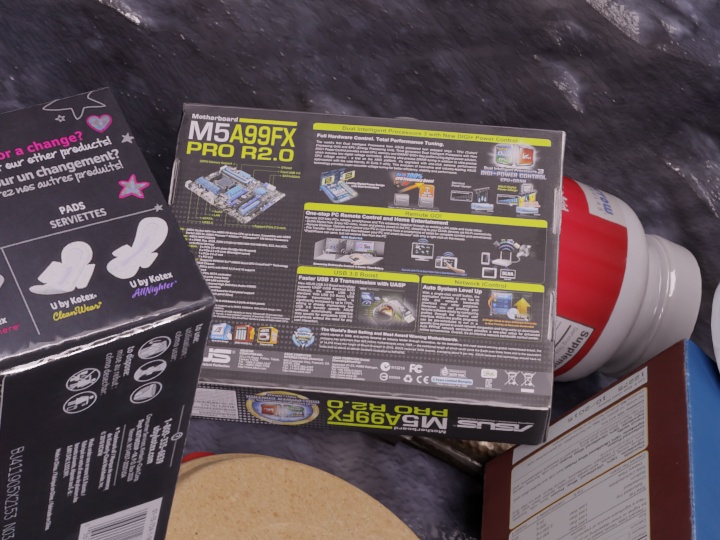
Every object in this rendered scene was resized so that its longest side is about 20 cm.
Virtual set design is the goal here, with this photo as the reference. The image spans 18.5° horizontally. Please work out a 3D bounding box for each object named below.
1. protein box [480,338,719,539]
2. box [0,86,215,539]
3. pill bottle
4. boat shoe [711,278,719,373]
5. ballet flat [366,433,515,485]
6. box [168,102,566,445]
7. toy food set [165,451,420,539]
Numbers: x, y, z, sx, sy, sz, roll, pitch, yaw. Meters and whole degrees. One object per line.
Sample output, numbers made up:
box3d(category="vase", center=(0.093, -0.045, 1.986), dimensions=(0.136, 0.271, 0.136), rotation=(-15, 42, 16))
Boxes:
box3d(category="protein box", center=(0.168, 0.184, 1.046), dimensions=(0.198, 0.135, 0.200), rotation=(40, 32, -23))
box3d(category="box", center=(-0.145, 0.041, 0.884), dimensions=(0.132, 0.200, 0.115), rotation=(-16, 60, -23))
box3d(category="pill bottle", center=(0.087, -0.004, 1.239), dimensions=(0.199, 0.112, 0.112), rotation=(19, 40, -25))
box3d(category="boat shoe", center=(0.238, 0.068, 1.069), dimensions=(0.201, 0.071, 0.091), rotation=(57, 27, -8))
box3d(category="ballet flat", center=(0.073, 0.091, 1.161), dimensions=(0.199, 0.067, 0.046), rotation=(26, 76, -11))
box3d(category="box", center=(0.000, 0.000, 1.104), dimensions=(0.199, 0.044, 0.161), rotation=(4, 60, 2))
box3d(category="toy food set", center=(-0.029, 0.163, 1.009), dimensions=(0.198, 0.049, 0.200), rotation=(47, 37, 12))
